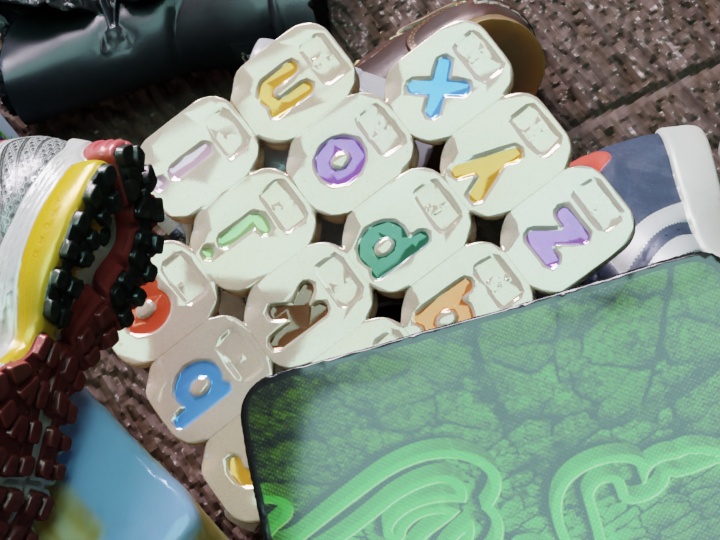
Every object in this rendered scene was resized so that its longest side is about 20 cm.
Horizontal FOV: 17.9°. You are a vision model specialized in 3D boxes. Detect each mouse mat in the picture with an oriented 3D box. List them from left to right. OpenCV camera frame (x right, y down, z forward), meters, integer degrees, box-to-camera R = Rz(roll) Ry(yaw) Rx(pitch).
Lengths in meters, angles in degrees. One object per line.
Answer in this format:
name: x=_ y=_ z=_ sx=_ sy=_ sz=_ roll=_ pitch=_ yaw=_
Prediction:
mouse mat: x=0.061 y=0.090 z=0.848 sx=0.200 sy=0.008 sz=0.161 roll=-17 pitch=68 yaw=10

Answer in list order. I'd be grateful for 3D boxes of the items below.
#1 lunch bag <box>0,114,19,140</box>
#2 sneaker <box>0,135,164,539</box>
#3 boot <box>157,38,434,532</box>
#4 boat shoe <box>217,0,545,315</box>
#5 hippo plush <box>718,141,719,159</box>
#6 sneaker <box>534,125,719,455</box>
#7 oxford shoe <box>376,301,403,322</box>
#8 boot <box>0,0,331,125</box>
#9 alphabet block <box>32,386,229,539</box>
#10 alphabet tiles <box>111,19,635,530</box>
lunch bag: x=-0.260 y=-0.089 z=1.037 sx=0.170 sy=0.200 sz=0.127 roll=41 pitch=90 yaw=29
sneaker: x=-0.141 y=0.039 z=0.793 sx=0.082 sy=0.078 sz=0.200 roll=10 pitch=58 yaw=25
boot: x=-0.044 y=0.003 z=0.973 sx=0.095 sy=0.074 sz=0.200 roll=23 pitch=91 yaw=2
boat shoe: x=-0.004 y=-0.050 z=1.031 sx=0.200 sy=0.070 sz=0.070 roll=-35 pitch=23 yaw=3
hippo plush: x=0.245 y=-0.001 z=0.912 sx=0.200 sy=0.159 sz=0.161 roll=-7 pitch=92 yaw=29
sneaker: x=0.116 y=0.020 z=0.928 sx=0.084 sy=0.075 sz=0.200 roll=-10 pitch=37 yaw=1
oxford shoe: x=0.083 y=0.070 z=0.937 sx=0.200 sy=0.073 sz=0.071 roll=22 pitch=71 yaw=24
boot: x=-0.106 y=-0.174 z=1.112 sx=0.168 sy=0.076 sz=0.200 roll=-9 pitch=68 yaw=7
alphabet block: x=-0.156 y=0.136 z=0.900 sx=0.195 sy=0.200 sz=0.196 roll=-43 pitch=61 yaw=-7
alphabet tiles: x=0.000 y=0.000 z=0.903 sx=0.196 sy=0.015 sz=0.200 roll=-38 pitch=71 yaw=1
